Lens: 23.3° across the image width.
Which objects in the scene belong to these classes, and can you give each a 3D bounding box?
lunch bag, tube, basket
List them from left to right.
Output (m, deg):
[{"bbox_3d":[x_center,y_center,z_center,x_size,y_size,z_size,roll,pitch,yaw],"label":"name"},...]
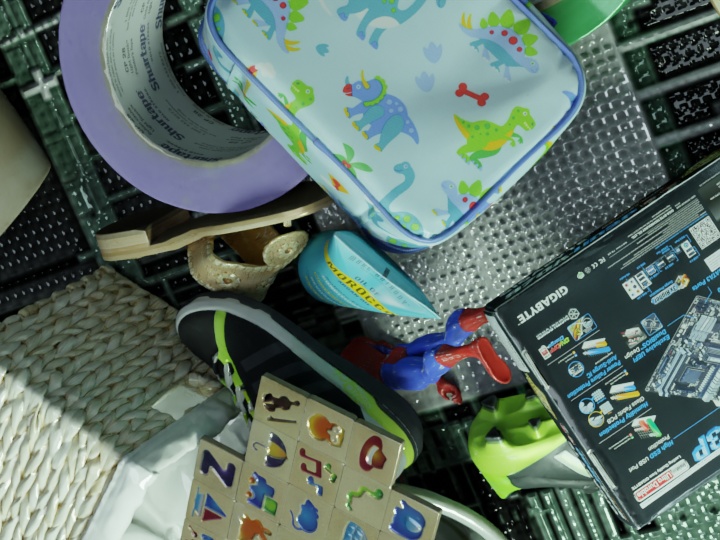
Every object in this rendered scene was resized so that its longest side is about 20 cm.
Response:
[{"bbox_3d":[-0.190,0.134,1.206,0.161,0.198,0.200,33,118,13],"label":"basket"},{"bbox_3d":[0.000,0.000,1.083,0.077,0.200,0.050,33,86,-9],"label":"tube"},{"bbox_3d":[0.021,-0.121,1.007,0.200,0.082,0.161,45,80,-2],"label":"lunch bag"}]

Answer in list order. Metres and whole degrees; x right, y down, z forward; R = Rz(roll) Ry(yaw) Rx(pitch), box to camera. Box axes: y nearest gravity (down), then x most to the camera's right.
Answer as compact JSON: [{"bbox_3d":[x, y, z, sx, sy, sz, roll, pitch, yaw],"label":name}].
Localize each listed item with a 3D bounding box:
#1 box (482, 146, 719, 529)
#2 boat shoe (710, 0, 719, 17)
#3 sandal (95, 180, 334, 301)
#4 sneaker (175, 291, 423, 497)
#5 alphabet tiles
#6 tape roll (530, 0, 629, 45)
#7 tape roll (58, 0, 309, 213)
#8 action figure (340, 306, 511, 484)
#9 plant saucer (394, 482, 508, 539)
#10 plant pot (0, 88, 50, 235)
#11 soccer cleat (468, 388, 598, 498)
[{"bbox_3d":[0.199,0.033,1.046,0.200,0.046,0.159,-34,94,-3],"label":"box"},{"bbox_3d":[0.215,-0.216,0.988,0.064,0.071,0.200,-17,100,27],"label":"boat shoe"},{"bbox_3d":[-0.086,-0.010,1.174,0.212,0.078,0.070,-6,108,38],"label":"sandal"},{"bbox_3d":[-0.053,0.085,1.121,0.200,0.083,0.072,28,152,25],"label":"sneaker"},{"bbox_3d":[-0.036,0.166,1.100,0.167,0.008,0.200,25,122,19],"label":"alphabet tiles"},{"bbox_3d":[0.087,-0.229,1.047,0.200,0.048,0.201,7,111,19],"label":"tape roll"},{"bbox_3d":[-0.088,-0.143,1.127,0.200,0.085,0.200,8,112,20],"label":"tape roll"},{"bbox_3d":[0.047,0.081,1.153,0.200,0.065,0.099,-15,121,50],"label":"action figure"},{"bbox_3d":[0.015,0.202,1.206,0.200,0.050,0.200,3,131,4],"label":"plant saucer"},{"bbox_3d":[-0.315,-0.086,1.195,0.174,0.200,0.200,42,119,-17],"label":"plant pot"},{"bbox_3d":[0.170,0.104,1.130,0.200,0.068,0.081,-10,135,15],"label":"soccer cleat"}]
